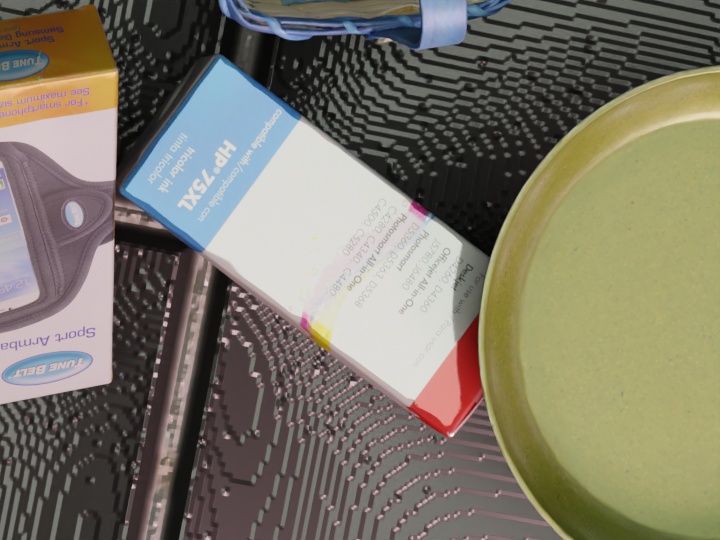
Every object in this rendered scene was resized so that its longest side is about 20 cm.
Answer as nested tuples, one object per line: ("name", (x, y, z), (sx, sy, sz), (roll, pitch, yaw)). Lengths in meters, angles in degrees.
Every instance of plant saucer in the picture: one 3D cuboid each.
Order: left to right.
("plant saucer", (0.138, 0.023, 1.053), (0.199, 0.031, 0.202), (-1, 94, -10))

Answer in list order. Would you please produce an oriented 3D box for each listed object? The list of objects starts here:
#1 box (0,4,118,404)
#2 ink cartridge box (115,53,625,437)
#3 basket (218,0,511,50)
("box", (-0.154, -0.007, 1.059), (0.118, 0.042, 0.201), (-11, 138, -15))
("ink cartridge box", (0.000, 0.000, 1.104), (0.200, 0.116, 0.067), (37, 89, -7))
("basket", (0.000, -0.172, 1.048), (0.138, 0.200, 0.178), (-8, 96, -6))
